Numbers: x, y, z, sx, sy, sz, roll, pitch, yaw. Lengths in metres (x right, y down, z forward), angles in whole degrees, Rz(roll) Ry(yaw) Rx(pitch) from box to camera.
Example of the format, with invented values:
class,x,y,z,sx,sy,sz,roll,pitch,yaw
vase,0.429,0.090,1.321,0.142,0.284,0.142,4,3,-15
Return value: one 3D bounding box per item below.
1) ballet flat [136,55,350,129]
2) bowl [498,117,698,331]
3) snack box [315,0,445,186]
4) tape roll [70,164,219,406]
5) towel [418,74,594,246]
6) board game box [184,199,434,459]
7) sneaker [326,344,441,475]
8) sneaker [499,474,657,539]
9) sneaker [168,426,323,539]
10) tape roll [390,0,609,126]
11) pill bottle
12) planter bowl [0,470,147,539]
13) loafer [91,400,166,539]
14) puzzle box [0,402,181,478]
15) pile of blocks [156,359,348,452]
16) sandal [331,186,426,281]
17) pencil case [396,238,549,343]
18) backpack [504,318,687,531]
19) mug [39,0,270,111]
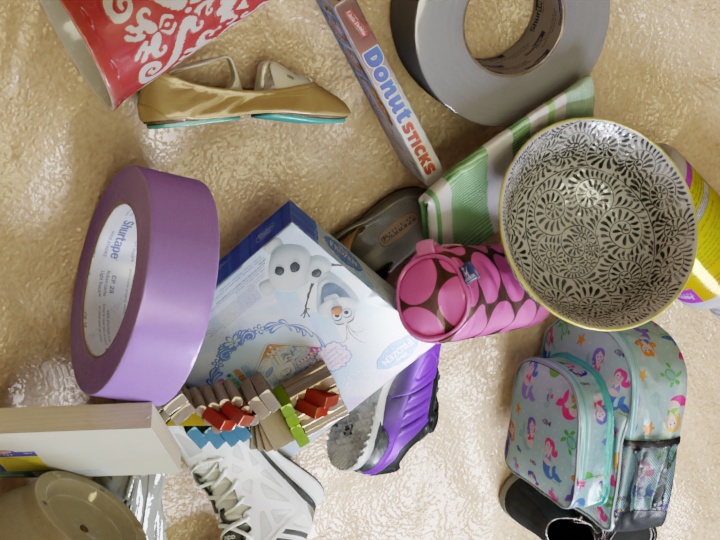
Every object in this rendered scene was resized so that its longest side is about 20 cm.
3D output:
class,x,y,z,sx,sy,sz,roll,pitch,yaw
ballet flat,-0.101,-0.161,1.612,0.198,0.069,0.064,-3,97,-22
bowl,0.208,-0.034,1.691,0.199,0.094,0.203,4,76,-15
snack box,0.017,-0.172,1.649,0.024,0.072,0.201,-32,118,-5
tape roll,-0.190,0.014,1.564,0.065,0.200,0.202,12,105,-24
towel,0.142,-0.088,1.712,0.199,0.023,0.153,-34,154,-11
board game box,-0.068,0.061,1.687,0.200,0.044,0.199,-39,120,20
sneaker,0.046,0.113,1.779,0.099,0.069,0.201,23,96,-42
sneaker,0.246,0.281,1.896,0.199,0.106,0.075,19,102,-27
sneaker,-0.120,0.212,1.706,0.200,0.116,0.075,39,138,-27
tape roll,0.130,-0.239,1.672,0.198,0.066,0.202,-8,112,-19
pill bottle,0.333,-0.031,1.812,0.200,0.104,0.104,41,92,-29
planter bowl,-0.274,0.268,1.617,0.199,0.201,0.135,28,108,-28
loafer,-0.222,0.200,1.698,0.069,0.070,0.202,-10,114,-27
puzzle box,-0.268,0.153,1.600,0.198,0.026,0.133,-2,157,5
pile of blocks,-0.102,0.138,1.647,0.198,0.062,0.083,-5,109,-13
sandal,0.000,0.000,1.718,0.199,0.055,0.082,-37,119,-2
pencil case,0.113,0.015,1.709,0.090,0.199,0.095,-21,82,27
backpack,0.238,0.142,1.802,0.149,0.177,0.202,5,104,-29
mug,-0.167,-0.260,1.511,0.199,0.133,0.179,-32,120,-11
